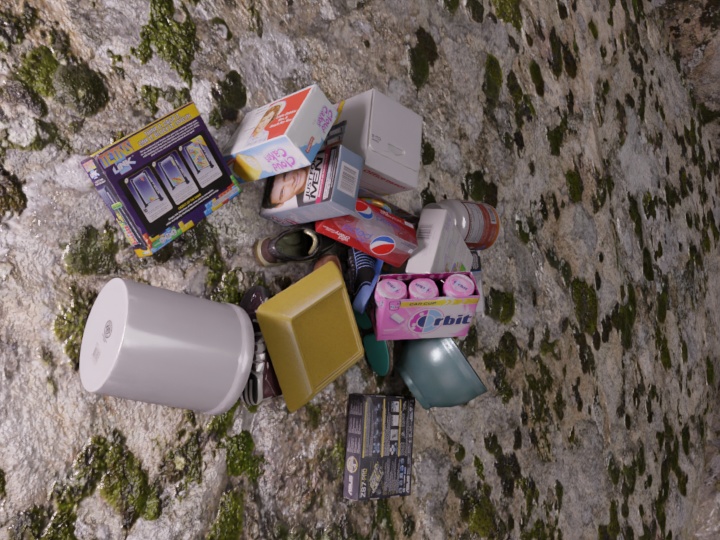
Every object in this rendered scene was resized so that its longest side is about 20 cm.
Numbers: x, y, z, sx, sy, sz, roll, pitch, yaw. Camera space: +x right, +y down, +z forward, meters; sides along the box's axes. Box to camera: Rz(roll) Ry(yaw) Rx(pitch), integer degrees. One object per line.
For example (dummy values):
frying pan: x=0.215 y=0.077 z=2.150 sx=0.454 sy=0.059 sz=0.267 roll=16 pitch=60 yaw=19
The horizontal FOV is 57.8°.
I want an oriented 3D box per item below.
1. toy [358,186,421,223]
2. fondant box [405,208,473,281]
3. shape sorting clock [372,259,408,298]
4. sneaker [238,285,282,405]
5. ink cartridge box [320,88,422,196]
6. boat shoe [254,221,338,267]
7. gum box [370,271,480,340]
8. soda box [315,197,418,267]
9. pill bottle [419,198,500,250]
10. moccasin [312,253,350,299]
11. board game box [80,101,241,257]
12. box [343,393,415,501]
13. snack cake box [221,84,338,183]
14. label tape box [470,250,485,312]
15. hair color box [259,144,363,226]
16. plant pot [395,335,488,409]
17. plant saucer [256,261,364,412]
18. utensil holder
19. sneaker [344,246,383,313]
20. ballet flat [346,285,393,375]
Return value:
toy: x=0.027 y=-0.107 z=1.308 sx=0.198 sy=0.114 sz=0.048 roll=17 pitch=73 yaw=-43
fondant box: x=0.168 y=-0.013 z=1.353 sx=0.200 sy=0.057 sz=0.147 roll=48 pitch=54 yaw=-51
shape sorting clock: x=0.104 y=0.026 z=1.409 sx=0.196 sy=0.039 sz=0.205 roll=2 pitch=86 yaw=-33
sneaker: x=-0.158 y=0.128 z=1.148 sx=0.114 sy=0.075 sz=0.205 roll=3 pitch=92 yaw=-51
ink cartridge box: x=0.000 y=-0.226 z=1.236 sx=0.144 sy=0.198 sz=0.148 roll=16 pitch=75 yaw=-42
boat shoe: x=-0.102 y=-0.050 z=1.212 sx=0.199 sy=0.065 sz=0.074 roll=-17 pitch=98 yaw=-44
gum box: x=0.116 y=0.068 z=1.244 sx=0.195 sy=0.115 sz=0.067 roll=-2 pitch=45 yaw=-13
soda box: x=0.011 y=-0.081 z=1.238 sx=0.197 sy=0.070 sz=0.064 roll=23 pitch=39 yaw=-27
pill bottle: x=0.228 y=-0.106 z=1.511 sx=0.197 sy=0.111 sz=0.115 roll=1 pitch=86 yaw=-44
moccasin: x=-0.056 y=0.071 z=1.237 sx=0.072 sy=0.077 sz=0.207 roll=8 pitch=82 yaw=-32
board game box: x=-0.306 y=-0.145 z=1.028 sx=0.200 sy=0.056 sz=0.168 roll=-42 pitch=113 yaw=-38
box: x=0.042 y=0.357 z=1.331 sx=0.159 sy=0.048 sz=0.205 roll=12 pitch=78 yaw=-45
snack cake box: x=-0.141 y=-0.225 z=1.097 sx=0.067 sy=0.198 sz=0.116 roll=45 pitch=58 yaw=-31
label tape box: x=0.203 y=0.034 z=1.507 sx=0.197 sy=0.063 sz=0.148 roll=-5 pitch=89 yaw=-45
hair color box: x=-0.088 y=-0.144 z=1.141 sx=0.060 sy=0.198 sz=0.101 roll=22 pitch=71 yaw=-40
plant pot: x=0.156 y=0.205 z=1.371 sx=0.133 sy=0.201 sz=0.201 roll=-35 pitch=118 yaw=5
plant saucer: x=-0.070 y=0.115 z=1.143 sx=0.199 sy=0.048 sz=0.204 roll=-33 pitch=115 yaw=-42
utensil holder: x=-0.281 y=0.111 z=0.953 sx=0.198 sy=0.168 sz=0.174 roll=21 pitch=72 yaw=-39
sneaker: x=0.000 y=0.000 z=1.278 sx=0.076 sy=0.071 sz=0.202 roll=21 pitch=40 yaw=-1
ballet flat: x=0.028 y=0.112 z=1.331 sx=0.075 sy=0.067 sz=0.203 roll=-41 pitch=111 yaw=-48
